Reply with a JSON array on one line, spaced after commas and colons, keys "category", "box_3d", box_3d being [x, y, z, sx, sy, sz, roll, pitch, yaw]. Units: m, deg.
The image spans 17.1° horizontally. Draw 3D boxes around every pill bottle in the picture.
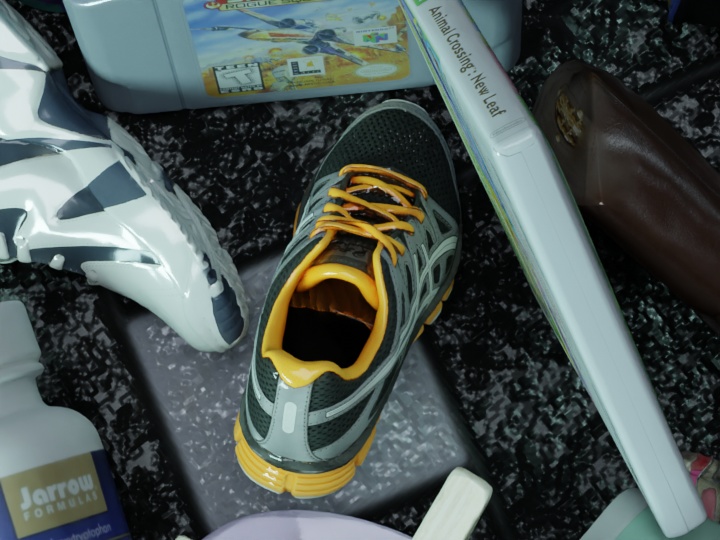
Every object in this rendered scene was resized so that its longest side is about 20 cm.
[{"category": "pill bottle", "box_3d": [-0.157, 0.121, 1.017, 0.119, 0.120, 0.201, -18, 87, -1]}]

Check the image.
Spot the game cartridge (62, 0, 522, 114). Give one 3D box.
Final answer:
[{"category": "game cartridge", "box_3d": [-0.028, -0.116, 1.051, 0.199, 0.133, 0.042, -6, 74, 1]}]

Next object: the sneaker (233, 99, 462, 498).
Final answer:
[{"category": "sneaker", "box_3d": [0.000, 0.000, 1.040, 0.078, 0.077, 0.201, 12, 56, 6]}]

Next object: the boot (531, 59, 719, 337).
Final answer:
[{"category": "boot", "box_3d": [0.146, 0.014, 0.972, 0.064, 0.187, 0.200, -37, 122, 16]}]

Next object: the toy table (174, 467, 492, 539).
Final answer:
[{"category": "toy table", "box_3d": [0.005, 0.172, 1.014, 0.199, 0.117, 0.185, 19, 82, 6]}]

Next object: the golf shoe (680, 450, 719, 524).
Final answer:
[{"category": "golf shoe", "box_3d": [0.168, 0.180, 1.030, 0.092, 0.073, 0.201, 6, 81, 1]}]

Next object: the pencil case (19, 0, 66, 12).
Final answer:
[{"category": "pencil case", "box_3d": [-0.140, -0.176, 1.030, 0.092, 0.200, 0.085, -45, 82, -2]}]

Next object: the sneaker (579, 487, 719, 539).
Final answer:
[{"category": "sneaker", "box_3d": [0.120, 0.155, 0.912, 0.118, 0.200, 0.074, 15, 123, 25]}]

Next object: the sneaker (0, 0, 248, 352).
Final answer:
[{"category": "sneaker", "box_3d": [-0.152, -0.014, 1.072, 0.130, 0.079, 0.199, -42, 94, 7]}]

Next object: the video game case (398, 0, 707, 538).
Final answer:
[{"category": "video game case", "box_3d": [0.072, -0.017, 0.959, 0.022, 0.182, 0.200, -26, 123, 2]}]

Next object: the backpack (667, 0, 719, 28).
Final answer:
[{"category": "backpack", "box_3d": [0.179, -0.218, 1.038, 0.146, 0.183, 0.201, 13, 76, 3]}]
